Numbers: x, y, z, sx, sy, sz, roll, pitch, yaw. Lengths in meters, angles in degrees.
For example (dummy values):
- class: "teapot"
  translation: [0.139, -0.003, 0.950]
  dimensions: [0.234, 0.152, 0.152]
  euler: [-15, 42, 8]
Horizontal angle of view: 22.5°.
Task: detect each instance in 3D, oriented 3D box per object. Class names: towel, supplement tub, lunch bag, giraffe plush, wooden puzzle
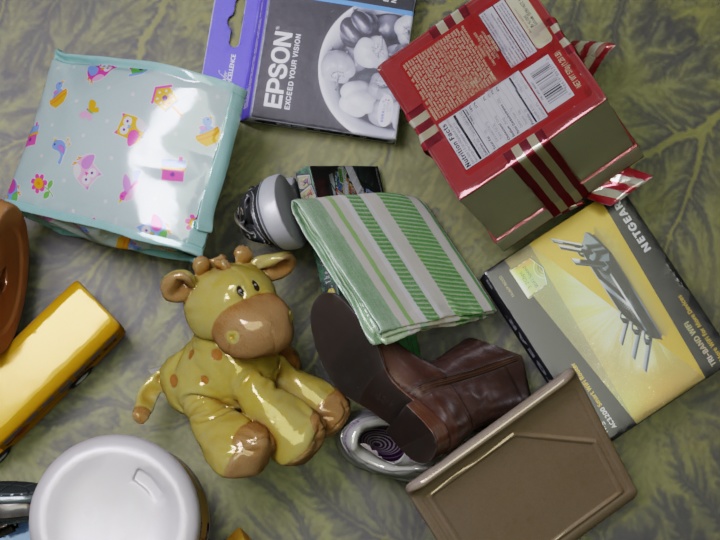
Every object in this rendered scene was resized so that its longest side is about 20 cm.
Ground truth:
- class: "towel"
  translation: [0.033, -0.006, 1.656]
  dimensions: [0.023, 0.200, 0.153]
  euler: [-41, 72, 30]
- class: "supplement tub"
  translation: [-0.207, 0.221, 1.598]
  dimensions: [0.145, 0.200, 0.146]
  euler: [0, 82, -1]
- class: "lunch bag"
  translation: [-0.203, -0.104, 1.670]
  dimensions: [0.200, 0.122, 0.171]
  euler: [11, 81, 28]
- class: "giraffe plush"
  translation: [-0.107, 0.066, 1.632]
  dimensions: [0.200, 0.173, 0.163]
  euler: [23, 122, 22]
- class: "wooden puzzle"
  translation: [0.147, 0.197, 1.654]
  dimensions: [0.185, 0.200, 0.037]
  euler: [-35, 40, -6]

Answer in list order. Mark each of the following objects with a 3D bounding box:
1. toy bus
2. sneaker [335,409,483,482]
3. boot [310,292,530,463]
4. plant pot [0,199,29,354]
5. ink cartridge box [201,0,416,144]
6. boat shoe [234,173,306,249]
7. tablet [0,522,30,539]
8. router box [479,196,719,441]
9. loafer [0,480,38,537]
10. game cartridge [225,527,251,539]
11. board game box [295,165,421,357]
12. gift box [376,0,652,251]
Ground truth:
- class: "toy bus"
  translation: [-0.311, 0.104, 1.685]
  dimensions: [0.065, 0.078, 0.200]
  euler: [45, 83, 4]
- class: "sneaker"
  translation: [0.074, 0.177, 1.677]
  dimensions: [0.199, 0.100, 0.075]
  euler: [10, 86, -1]
- class: "boot"
  translation: [0.063, 0.080, 1.668]
  dimensions: [0.064, 0.200, 0.187]
  euler: [-43, 76, 35]
- class: "plant pot"
  translation: [-0.384, 0.002, 1.628]
  dimensions: [0.140, 0.200, 0.201]
  euler: [7, 82, 5]
- class: "ink cartridge box"
  translation: [-0.049, -0.234, 1.757]
  dimensions: [0.199, 0.043, 0.199]
  euler: [8, 83, 0]
- class: "boat shoe"
  translation: [-0.084, -0.049, 1.656]
  dimensions: [0.056, 0.200, 0.069]
  euler: [-17, 93, 4]
- class: "tablet"
  translation: [-0.252, 0.289, 1.695]
  dimensions: [0.199, 0.014, 0.131]
  euler: [7, 82, 0]
- class: "router box"
  translation: [0.233, 0.045, 1.723]
  dimensions: [0.157, 0.052, 0.200]
  euler: [-33, 85, -5]
- class: "loafer"
  translation: [-0.374, 0.230, 1.671]
  dimensions: [0.199, 0.072, 0.063]
  euler: [-2, 95, 12]
- class: "game cartridge"
  translation: [-0.170, 0.310, 1.600]
  dimensions: [0.200, 0.176, 0.032]
  euler: [-43, 93, -6]
- class: "board game box"
  translation: [0.000, 0.000, 1.703]
  dimensions: [0.023, 0.105, 0.201]
  euler: [-18, 80, 36]
- class: "gift box"
  translation: [0.156, -0.143, 1.662]
  dimensions: [0.200, 0.187, 0.185]
  euler: [-29, 68, 9]
